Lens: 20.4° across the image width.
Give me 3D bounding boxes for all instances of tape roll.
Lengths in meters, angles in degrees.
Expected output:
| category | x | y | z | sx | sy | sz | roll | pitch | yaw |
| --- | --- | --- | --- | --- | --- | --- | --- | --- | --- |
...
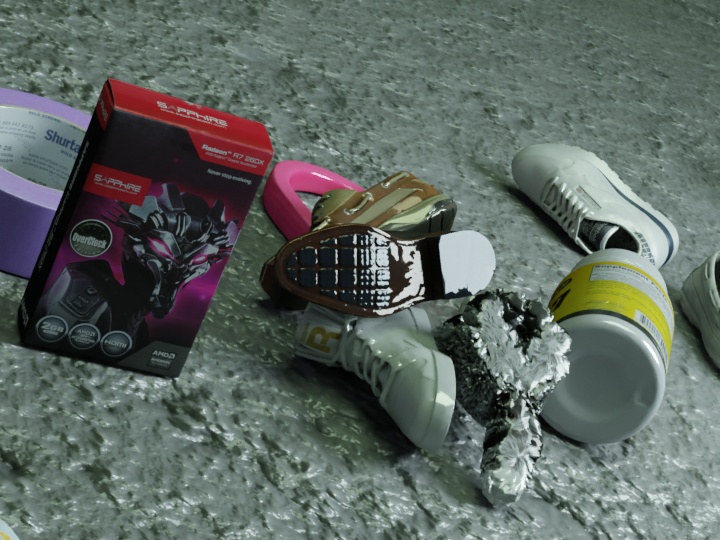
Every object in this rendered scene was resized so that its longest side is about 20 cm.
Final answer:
| category | x | y | z | sx | sy | sz | roll | pitch | yaw |
| --- | --- | --- | --- | --- | --- | --- | --- | --- | --- |
| tape roll | -0.260 | -0.070 | 1.588 | 0.200 | 0.066 | 0.200 | 21 | 25 | -10 |

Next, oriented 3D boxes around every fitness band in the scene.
| category | x | y | z | sx | sy | sz | roll | pitch | yaw |
| --- | --- | --- | --- | --- | --- | --- | --- | --- | --- |
| fitness band | -0.006 | -0.040 | 1.806 | 0.143 | 0.037 | 0.200 | 6 | 30 | -37 |

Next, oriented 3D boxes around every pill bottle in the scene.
| category | x | y | z | sx | sy | sz | roll | pitch | yaw |
| --- | --- | --- | --- | --- | --- | --- | --- | --- | --- |
| pill bottle | 0.211 | 0.059 | 1.716 | 0.114 | 0.114 | 0.200 | 26 | 23 | 2 |

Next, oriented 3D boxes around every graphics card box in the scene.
| category | x | y | z | sx | sy | sz | roll | pitch | yaw |
| --- | --- | --- | --- | --- | --- | --- | --- | --- | --- |
| graphics card box | -0.156 | -0.027 | 1.432 | 0.125 | 0.200 | 0.051 | 15 | 25 | -24 |

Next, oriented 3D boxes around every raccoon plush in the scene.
| category | x | y | z | sx | sy | sz | roll | pitch | yaw |
| --- | --- | --- | --- | --- | --- | --- | --- | --- | --- |
| raccoon plush | 0.084 | 0.103 | 1.587 | 0.097 | 0.134 | 0.200 | 32 | 56 | -14 |

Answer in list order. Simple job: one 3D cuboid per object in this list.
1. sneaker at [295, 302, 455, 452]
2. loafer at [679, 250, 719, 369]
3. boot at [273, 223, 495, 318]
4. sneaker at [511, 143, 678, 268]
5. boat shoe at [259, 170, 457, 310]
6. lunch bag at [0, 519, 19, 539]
| category | x | y | z | sx | sy | sz | roll | pitch | yaw |
| --- | --- | --- | --- | --- | --- | --- | --- | --- | --- |
| sneaker | 0.004 | 0.073 | 1.551 | 0.115 | 0.074 | 0.200 | 15 | 17 | -15 |
| loafer | 0.368 | 0.050 | 1.938 | 0.070 | 0.070 | 0.200 | 14 | 26 | -25 |
| boot | 0.000 | 0.000 | 1.581 | 0.200 | 0.075 | 0.097 | 0 | -1 | -34 |
| sneaker | 0.230 | -0.064 | 2.047 | 0.200 | 0.076 | 0.080 | 34 | 35 | 23 |
| boat shoe | -0.009 | -0.029 | 1.689 | 0.200 | 0.076 | 0.074 | -23 | 60 | -38 |
| lunch bag | -0.219 | 0.205 | 0.991 | 0.200 | 0.127 | 0.170 | 23 | 25 | -21 |
